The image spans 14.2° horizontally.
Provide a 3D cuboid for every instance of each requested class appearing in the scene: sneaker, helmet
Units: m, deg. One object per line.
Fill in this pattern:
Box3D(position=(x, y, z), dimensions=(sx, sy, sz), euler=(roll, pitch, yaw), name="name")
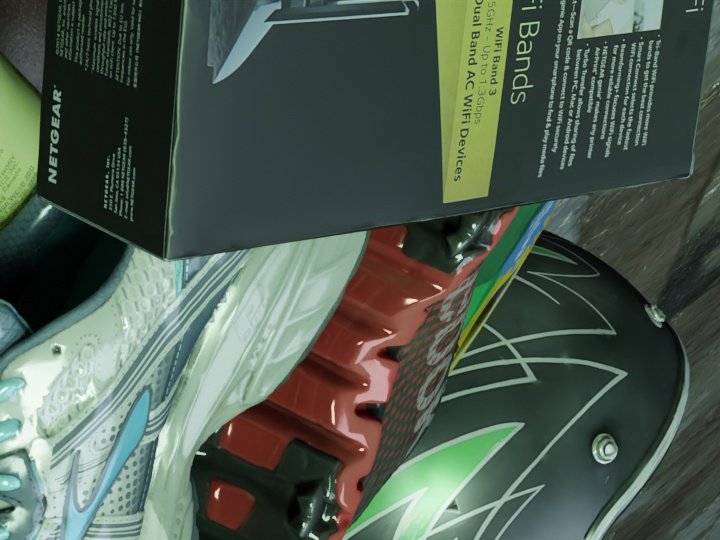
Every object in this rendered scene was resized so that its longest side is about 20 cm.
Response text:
Box3D(position=(-0.080, 0.038, 0.681), dimensions=(0.086, 0.077, 0.201), euler=(25, 89, -45), name="sneaker")
Box3D(position=(0.025, 0.075, 1.107), dimensions=(0.200, 0.199, 0.192), euler=(-30, 130, -38), name="helmet")
Box3D(position=(0.000, 0.000, 0.812), dimensions=(0.201, 0.071, 0.098), euler=(-64, 172, 16), name="sneaker")

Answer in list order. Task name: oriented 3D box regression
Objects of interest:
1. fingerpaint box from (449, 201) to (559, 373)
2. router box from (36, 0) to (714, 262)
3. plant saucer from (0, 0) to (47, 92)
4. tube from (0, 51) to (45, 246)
Box3D(position=(0.035, -0.042, 0.942), dimensions=(0.167, 0.073, 0.200), euler=(-60, 177, 40), name="fingerpaint box")
Box3D(position=(0.013, -0.112, 0.623), dimensions=(0.157, 0.052, 0.201), euler=(-9, 113, -39), name="router box")
Box3D(position=(-0.148, -0.008, 0.777), dimensions=(0.200, 0.037, 0.201), euler=(-40, 165, -13), name="plant saucer")
Box3D(position=(-0.125, -0.059, 0.629), dimensions=(0.058, 0.052, 0.200), euler=(-66, 153, -12), name="tube")
